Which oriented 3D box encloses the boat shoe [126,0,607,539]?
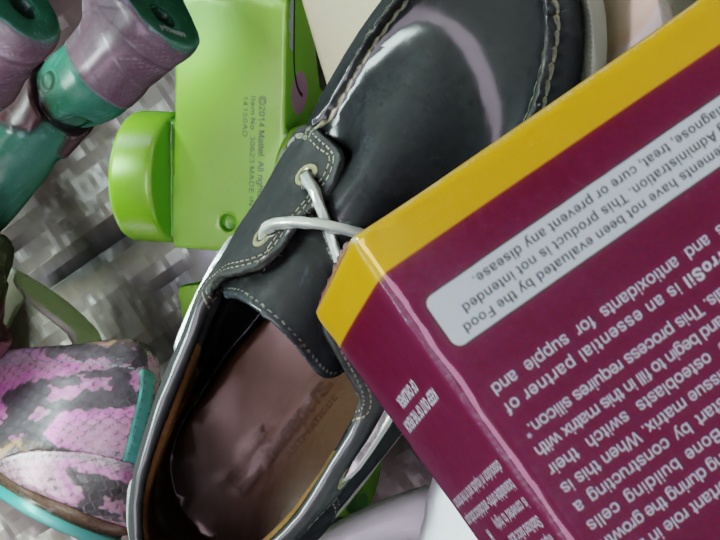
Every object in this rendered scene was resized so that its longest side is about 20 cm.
[{"bbox_3d":[0.000,0.000,0.722,0.072,0.068,0.201,35,111,14],"label":"boat shoe"}]

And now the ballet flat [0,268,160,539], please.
[{"bbox_3d":[-0.121,0.033,0.843,0.199,0.069,0.072,9,74,50],"label":"ballet flat"}]

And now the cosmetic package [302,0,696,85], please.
[{"bbox_3d":[0.036,-0.101,0.759,0.103,0.073,0.201,-14,97,24],"label":"cosmetic package"}]

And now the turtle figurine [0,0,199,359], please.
[{"bbox_3d":[-0.136,-0.010,0.772,0.101,0.150,0.200,46,114,2],"label":"turtle figurine"}]

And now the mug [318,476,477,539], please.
[{"bbox_3d":[0.061,0.116,0.763,0.199,0.147,0.176,-9,90,24],"label":"mug"}]

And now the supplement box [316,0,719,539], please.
[{"bbox_3d":[0.093,0.052,0.648,0.110,0.086,0.200,-34,84,-12],"label":"supplement box"}]

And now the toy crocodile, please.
[{"bbox_3d":[-0.029,0.009,0.824,0.067,0.062,0.201,-1,98,22],"label":"toy crocodile"}]
